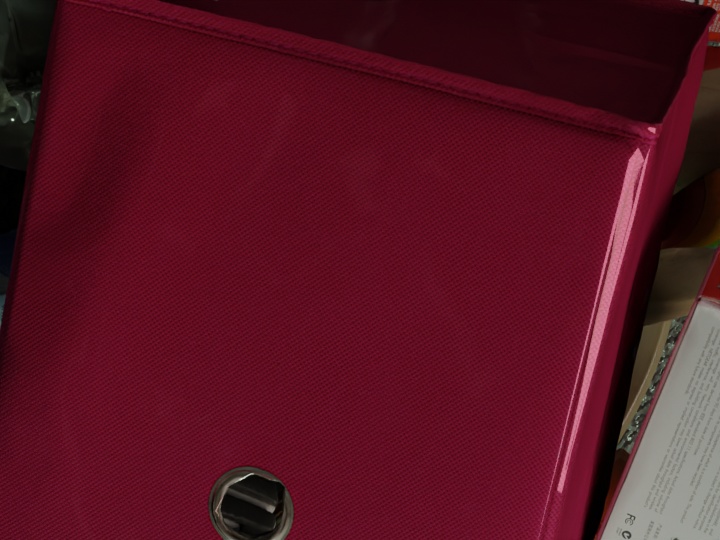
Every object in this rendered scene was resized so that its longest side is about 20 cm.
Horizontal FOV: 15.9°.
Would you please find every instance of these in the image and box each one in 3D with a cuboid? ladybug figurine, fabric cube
[{"bbox_3d":[0.127,-0.040,1.053,0.200,0.072,0.136,2,133,-51],"label":"ladybug figurine"},{"bbox_3d":[0.000,0.000,0.882,0.200,0.196,0.200,-50,154,-69],"label":"fabric cube"}]

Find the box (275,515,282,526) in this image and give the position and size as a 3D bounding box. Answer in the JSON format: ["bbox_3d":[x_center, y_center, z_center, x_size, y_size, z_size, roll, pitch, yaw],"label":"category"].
[{"bbox_3d":[-0.064,0.164,1.055,0.200,0.041,0.039,-42,135,1],"label":"box"}]

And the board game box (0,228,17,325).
[{"bbox_3d":[-0.191,0.101,0.909,0.199,0.043,0.201,-17,125,-43],"label":"board game box"}]

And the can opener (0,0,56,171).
[{"bbox_3d":[-0.117,-0.122,0.861,0.067,0.053,0.200,-69,159,-51],"label":"can opener"}]

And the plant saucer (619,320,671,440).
[{"bbox_3d":[0.067,0.036,1.130,0.200,0.029,0.201,-29,133,-37],"label":"plant saucer"}]

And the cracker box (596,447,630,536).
[{"bbox_3d":[0.059,0.174,1.138,0.134,0.058,0.200,-37,168,-29],"label":"cracker box"}]

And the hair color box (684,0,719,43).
[{"bbox_3d":[0.145,-0.139,1.094,0.200,0.111,0.064,-1,113,-49],"label":"hair color box"}]

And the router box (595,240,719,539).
[{"bbox_3d":[0.132,0.056,0.954,0.180,0.049,0.200,-56,166,-56],"label":"router box"}]

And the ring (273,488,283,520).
[{"bbox_3d":[-0.024,0.168,1.171,0.200,0.019,0.201,-29,133,-37],"label":"ring"}]

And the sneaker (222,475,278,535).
[{"bbox_3d":[-0.089,0.142,1.004,0.090,0.078,0.200,124,-19,-55],"label":"sneaker"}]
